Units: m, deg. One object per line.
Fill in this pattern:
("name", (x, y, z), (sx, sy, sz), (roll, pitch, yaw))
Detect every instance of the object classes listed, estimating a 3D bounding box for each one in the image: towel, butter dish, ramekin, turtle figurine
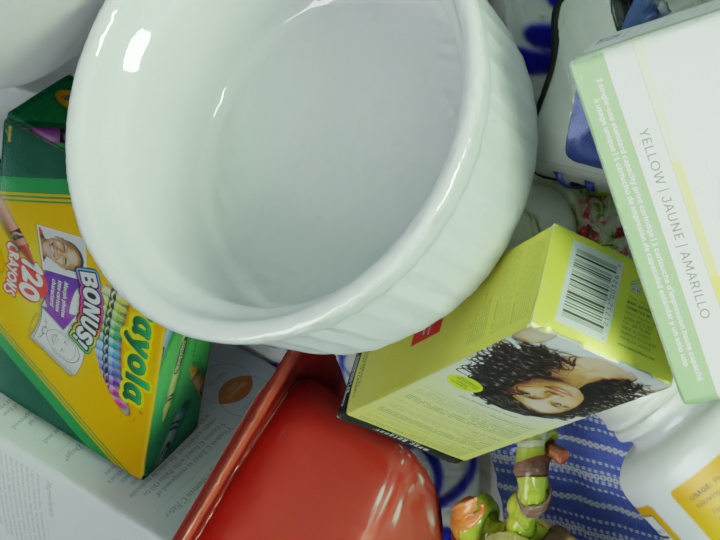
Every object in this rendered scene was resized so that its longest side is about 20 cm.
("towel", (0.126, 0.107, 0.955), (0.144, 0.024, 0.202), (12, 129, 37))
("butter dish", (-0.011, 0.168, 0.975), (0.147, 0.201, 0.200), (22, 157, 19))
("ramekin", (-0.020, -0.060, 0.769), (0.199, 0.202, 0.098), (21, 178, 31))
("turtle figurine", (0.107, 0.152, 0.945), (0.160, 0.064, 0.202), (25, 134, 23))

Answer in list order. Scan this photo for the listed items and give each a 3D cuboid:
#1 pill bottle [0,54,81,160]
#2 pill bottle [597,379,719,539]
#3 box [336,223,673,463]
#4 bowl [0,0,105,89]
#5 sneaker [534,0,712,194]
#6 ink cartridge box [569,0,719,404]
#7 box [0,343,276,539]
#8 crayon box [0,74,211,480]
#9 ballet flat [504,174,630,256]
("pill bottle", (-0.238, -0.108, 1.055), (0.112, 0.111, 0.199), (54, 142, -7))
("pill bottle", (0.195, 0.104, 0.815), (0.200, 0.109, 0.109), (48, 142, 1))
("box", (0.063, 0.040, 0.815), (0.075, 0.051, 0.200), (22, 158, -16))
("bowl", (-0.138, -0.193, 0.852), (0.074, 0.202, 0.200), (18, 149, -25))
("sneaker", (0.140, -0.048, 0.776), (0.115, 0.080, 0.201), (-17, 102, 53))
("ink cartridge box", (0.195, -0.043, 0.664), (0.198, 0.048, 0.147), (-16, 100, 27))
("box", (-0.136, 0.118, 1.113), (0.199, 0.152, 0.107), (28, 137, 25))
("crayon box", (-0.141, 0.007, 0.994), (0.118, 0.058, 0.201), (28, 132, 18))
("ballet flat", (0.041, -0.014, 0.836), (0.198, 0.064, 0.077), (-6, 106, 15))
